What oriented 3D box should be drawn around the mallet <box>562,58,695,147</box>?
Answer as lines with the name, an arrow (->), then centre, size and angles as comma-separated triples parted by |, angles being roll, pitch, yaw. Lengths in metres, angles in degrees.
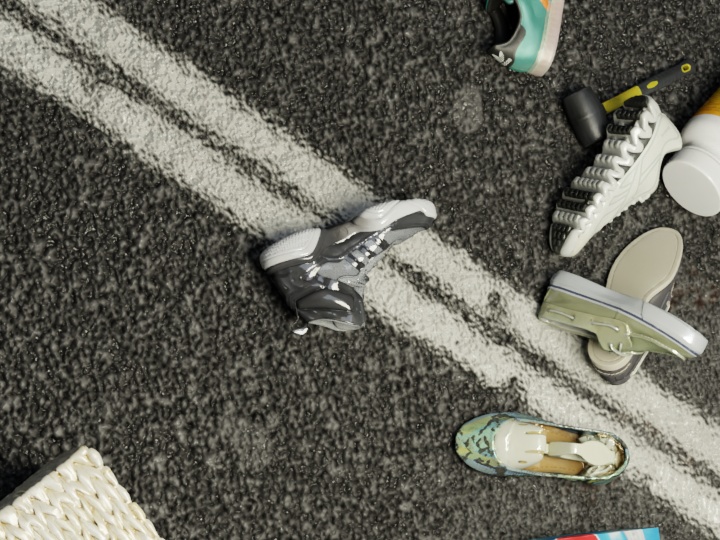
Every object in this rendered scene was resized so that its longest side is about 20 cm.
mallet -> 0.319, -0.218, 1.608 | 0.199, 0.041, 0.066 | -35, 95, -26

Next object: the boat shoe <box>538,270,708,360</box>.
boat shoe -> 0.282, 0.061, 1.472 | 0.072, 0.199, 0.063 | 32, 84, -48

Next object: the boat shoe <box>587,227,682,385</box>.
boat shoe -> 0.316, 0.041, 1.550 | 0.201, 0.072, 0.063 | -60, 144, -25

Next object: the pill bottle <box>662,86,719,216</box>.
pill bottle -> 0.445, -0.159, 1.598 | 0.111, 0.111, 0.200 | 47, 68, -5

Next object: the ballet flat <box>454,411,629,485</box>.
ballet flat -> 0.201, 0.189, 1.461 | 0.197, 0.074, 0.075 | 6, 77, -18

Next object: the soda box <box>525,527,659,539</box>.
soda box -> 0.220, 0.314, 1.441 | 0.197, 0.068, 0.065 | -3, 80, -20

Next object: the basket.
basket -> -0.266, 0.284, 1.208 | 0.160, 0.200, 0.199 | -39, 93, -28

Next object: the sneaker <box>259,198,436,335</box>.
sneaker -> 0.000, 0.000, 1.427 | 0.198, 0.075, 0.115 | -19, 86, -16

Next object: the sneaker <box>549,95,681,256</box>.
sneaker -> 0.289, -0.094, 1.525 | 0.081, 0.075, 0.201 | 35, 90, -24

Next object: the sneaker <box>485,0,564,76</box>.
sneaker -> 0.189, -0.329, 1.563 | 0.079, 0.071, 0.203 | 12, 76, -21
